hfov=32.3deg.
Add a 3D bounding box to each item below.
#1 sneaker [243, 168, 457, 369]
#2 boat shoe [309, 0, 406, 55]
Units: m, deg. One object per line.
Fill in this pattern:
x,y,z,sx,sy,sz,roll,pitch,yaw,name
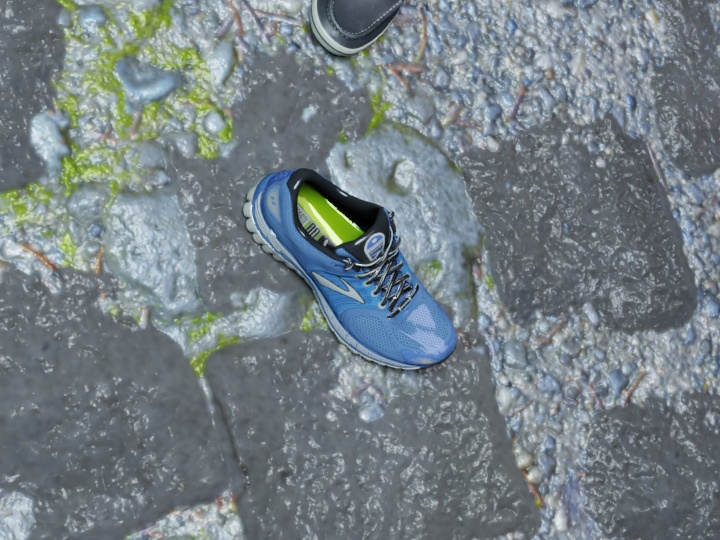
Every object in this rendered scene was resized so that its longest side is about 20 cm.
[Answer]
0.000,0.000,0.945,0.200,0.089,0.079,43,66,-12,sneaker
0.026,-0.260,1.030,0.075,0.062,0.200,43,66,-14,boat shoe
